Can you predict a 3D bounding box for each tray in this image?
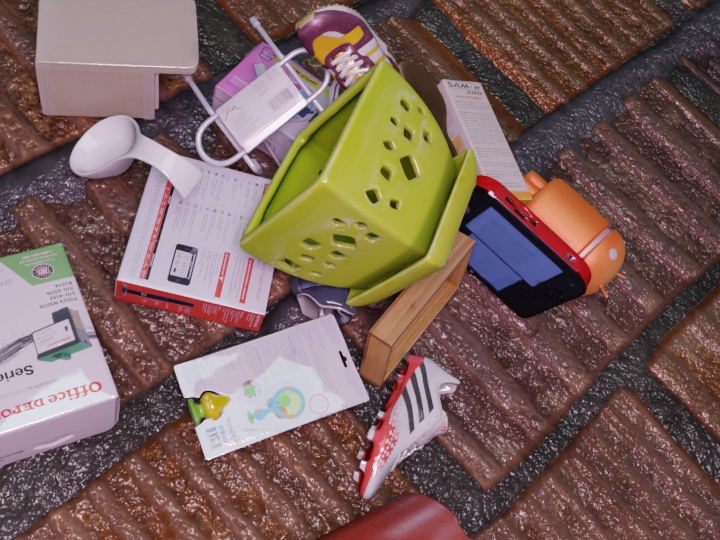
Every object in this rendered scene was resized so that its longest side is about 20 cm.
[{"bbox_3d":[0.071,0.045,1.127,0.037,0.099,0.200,31,55,15],"label":"tray"}]

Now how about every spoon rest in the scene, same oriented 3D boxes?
[{"bbox_3d":[-0.284,-0.143,1.106,0.200,0.061,0.100,19,66,32],"label":"spoon rest"}]

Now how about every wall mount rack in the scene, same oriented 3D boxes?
[{"bbox_3d":[-0.138,-0.227,1.157,0.200,0.075,0.174,-37,90,3],"label":"wall mount rack"}]

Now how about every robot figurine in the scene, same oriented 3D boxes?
[{"bbox_3d":[0.281,-0.047,1.244,0.117,0.144,0.200,-43,79,-6],"label":"robot figurine"}]

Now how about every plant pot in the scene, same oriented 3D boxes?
[{"bbox_3d":[0.009,-0.082,1.035,0.181,0.199,0.200,35,55,-18],"label":"plant pot"},{"bbox_3d":[0.013,0.332,0.896,0.195,0.201,0.201,-23,69,-37],"label":"plant pot"}]

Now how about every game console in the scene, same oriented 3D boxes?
[{"bbox_3d":[0.180,-0.024,1.142,0.200,0.177,0.031,42,61,-5],"label":"game console"}]

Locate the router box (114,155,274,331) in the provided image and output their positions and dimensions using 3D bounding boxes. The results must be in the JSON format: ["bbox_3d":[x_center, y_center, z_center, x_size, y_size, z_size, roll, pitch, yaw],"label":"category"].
[{"bbox_3d":[-0.192,-0.039,1.123,0.179,0.049,0.201,15,57,-9],"label":"router box"}]

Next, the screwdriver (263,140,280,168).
[{"bbox_3d":[-0.103,-0.139,1.197,0.029,0.028,0.200,-27,88,-28],"label":"screwdriver"}]

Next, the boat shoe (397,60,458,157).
[{"bbox_3d":[0.079,-0.185,1.207,0.072,0.065,0.201,-4,70,-42],"label":"boat shoe"}]

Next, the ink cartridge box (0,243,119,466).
[{"bbox_3d":[-0.360,0.089,0.970,0.146,0.084,0.200,-17,67,-26],"label":"ink cartridge box"}]

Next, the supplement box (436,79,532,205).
[{"bbox_3d":[0.142,-0.146,1.246,0.073,0.126,0.201,-2,61,-32],"label":"supplement box"}]

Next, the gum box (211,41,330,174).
[{"bbox_3d":[-0.102,-0.219,1.249,0.200,0.066,0.114,35,57,4],"label":"gum box"}]

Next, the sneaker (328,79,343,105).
[{"bbox_3d":[0.018,-0.163,1.192,0.078,0.079,0.201,-22,104,-44],"label":"sneaker"}]

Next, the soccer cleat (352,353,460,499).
[{"bbox_3d":[0.056,0.187,1.061,0.085,0.069,0.200,25,51,3],"label":"soccer cleat"}]

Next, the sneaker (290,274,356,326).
[{"bbox_3d":[-0.001,0.001,1.151,0.202,0.077,0.147,2,70,-29],"label":"sneaker"}]

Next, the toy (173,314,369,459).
[{"bbox_3d":[-0.105,0.137,1.049,0.199,0.047,0.115,-16,70,-22],"label":"toy"}]

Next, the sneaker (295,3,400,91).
[{"bbox_3d":[-0.002,-0.249,1.101,0.200,0.075,0.090,18,50,-55],"label":"sneaker"}]

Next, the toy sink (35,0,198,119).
[{"bbox_3d":[-0.318,-0.281,1.190,0.199,0.112,0.131,-2,61,-13],"label":"toy sink"}]
